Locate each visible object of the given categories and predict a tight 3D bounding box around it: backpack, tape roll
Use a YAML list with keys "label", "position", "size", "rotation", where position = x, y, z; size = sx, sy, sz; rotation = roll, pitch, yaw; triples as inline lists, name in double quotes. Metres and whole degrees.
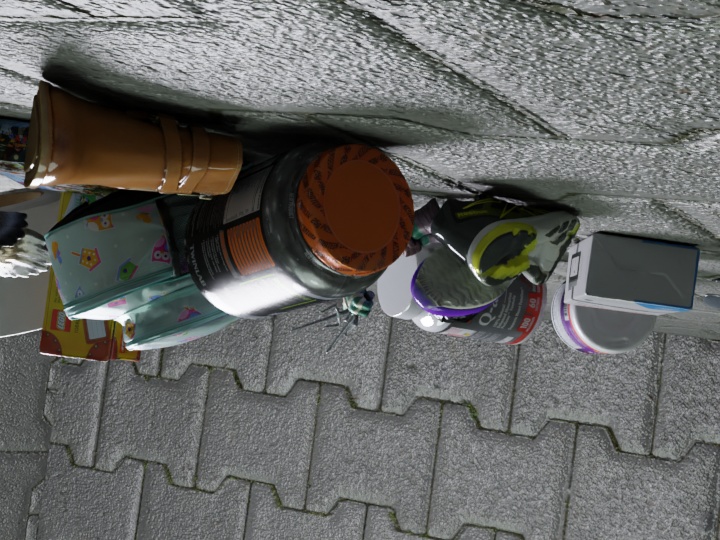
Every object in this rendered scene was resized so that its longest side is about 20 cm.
- label: "backpack"
  position: [-0.183, -0.008, 1.234]
  size: [0.197, 0.156, 0.176]
  rotation: [-9, 179, -15]
- label: "tape roll"
  position: [-0.414, -0.014, 1.603]
  size: [0.200, 0.141, 0.203]
  rotation: [-8, -167, 2]

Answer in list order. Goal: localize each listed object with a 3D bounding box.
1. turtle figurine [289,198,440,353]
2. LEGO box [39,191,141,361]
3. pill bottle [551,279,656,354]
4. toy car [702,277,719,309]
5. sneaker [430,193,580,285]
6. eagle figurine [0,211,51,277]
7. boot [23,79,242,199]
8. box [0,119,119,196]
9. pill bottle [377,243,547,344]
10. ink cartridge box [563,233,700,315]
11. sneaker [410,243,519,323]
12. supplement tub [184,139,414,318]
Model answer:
- label: "turtle figurine"
  position: [0.000, 0.000, 1.338]
  size: [0.198, 0.102, 0.150]
  rotation: [-28, -173, 6]
- label: "LEGO box"
  position: [-0.272, -0.006, 1.438]
  size: [0.076, 0.203, 0.149]
  rotation: [7, 176, 3]
- label: "pill bottle"
  position: [0.311, 0.053, 1.767]
  size: [0.110, 0.113, 0.200]
  rotation: [8, 176, -2]
- label: "toy car"
  position: [0.450, 0.056, 1.387]
  size: [0.198, 0.160, 0.164]
  rotation: [19, 166, 11]
- label: "sneaker"
  position: [0.135, -0.039, 1.241]
  size: [0.084, 0.075, 0.199]
  rotation: [37, -163, 24]
- label: "eagle figurine"
  position: [-0.405, -0.060, 1.306]
  size: [0.151, 0.200, 0.151]
  rotation: [-35, 171, -49]
- label: "boot"
  position: [-0.164, -0.083, 0.994]
  size: [0.153, 0.078, 0.200]
  rotation: [10, 179, -8]
- label: "box"
  position: [-0.272, -0.101, 1.265]
  size: [0.134, 0.038, 0.200]
  rotation: [8, 176, 1]
- label: "pill bottle"
  position: [0.127, 0.025, 1.704]
  size: [0.198, 0.118, 0.115]
  rotation: [10, 176, -31]
- label: "ink cartridge box"
  position: [0.290, 0.008, 1.483]
  size: [0.114, 0.069, 0.200]
  rotation: [8, 177, 1]
- label: "sneaker"
  position: [0.096, 0.019, 1.296]
  size: [0.100, 0.070, 0.199]
  rotation: [-48, 167, 33]
- label: "supplement tub"
  position: [-0.049, -0.032, 1.080]
  size: [0.121, 0.124, 0.199]
  rotation: [10, 167, -31]
